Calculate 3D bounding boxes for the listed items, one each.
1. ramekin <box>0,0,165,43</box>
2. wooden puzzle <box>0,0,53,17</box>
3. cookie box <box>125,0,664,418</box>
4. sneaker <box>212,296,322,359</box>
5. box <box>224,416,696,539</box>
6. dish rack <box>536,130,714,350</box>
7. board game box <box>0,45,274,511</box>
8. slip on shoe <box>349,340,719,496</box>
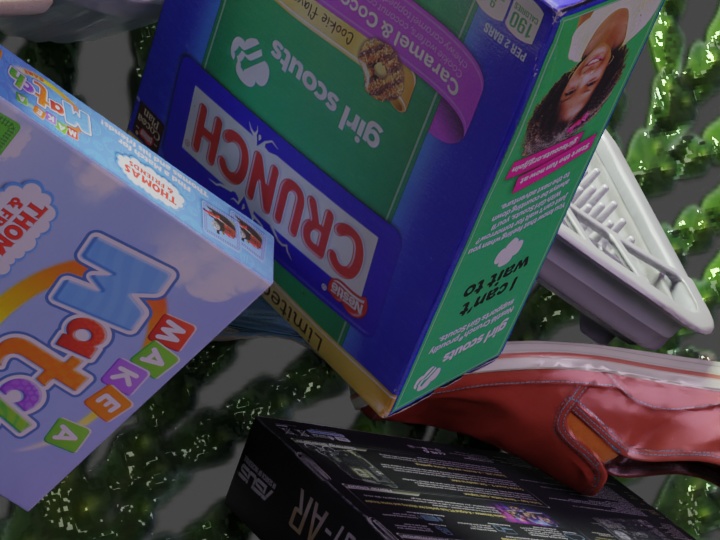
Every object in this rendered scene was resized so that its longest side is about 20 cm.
[{"bbox_3d":[-0.121,-0.188,1.025,0.200,0.105,0.200,12,69,-35],"label":"ramekin"},{"bbox_3d":[-0.212,-0.157,0.830,0.200,0.037,0.185,51,30,15],"label":"wooden puzzle"},{"bbox_3d":[0.007,-0.076,0.928,0.075,0.200,0.171,-23,57,-40],"label":"cookie box"},{"bbox_3d":[0.000,0.000,1.073,0.200,0.090,0.078,1,77,-38],"label":"sneaker"},{"bbox_3d":[0.066,0.124,1.047,0.200,0.160,0.044,11,106,-36],"label":"box"},{"bbox_3d":[0.067,-0.047,1.115,0.172,0.044,0.200,32,22,-30],"label":"dish rack"},{"bbox_3d":[-0.155,-0.011,0.920,0.200,0.151,0.037,35,28,-26],"label":"board game box"},{"bbox_3d":[0.094,0.067,1.091,0.200,0.074,0.061,7,78,-6],"label":"slip on shoe"}]
